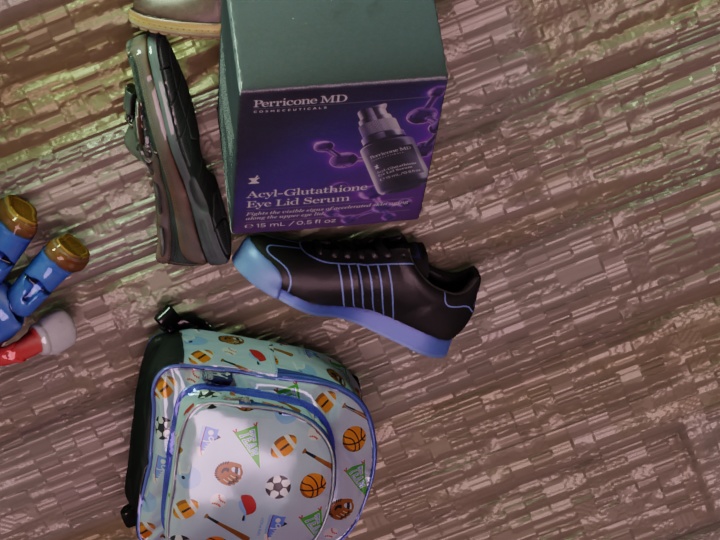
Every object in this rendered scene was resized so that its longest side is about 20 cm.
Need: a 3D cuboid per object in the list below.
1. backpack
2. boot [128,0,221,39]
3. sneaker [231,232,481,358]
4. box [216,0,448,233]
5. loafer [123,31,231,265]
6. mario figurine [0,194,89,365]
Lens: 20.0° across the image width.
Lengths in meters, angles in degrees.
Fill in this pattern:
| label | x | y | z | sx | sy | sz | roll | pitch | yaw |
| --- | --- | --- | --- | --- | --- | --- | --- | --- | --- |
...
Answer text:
| label | x | y | z | sx | sy | sz | roll | pitch | yaw |
| --- | --- | --- | --- | --- | --- | --- | --- | --- | --- |
| backpack | -0.083 | 0.143 | 1.635 | 0.190 | 0.154 | 0.200 | 2 | 115 | -18 |
| boot | -0.075 | -0.256 | 1.481 | 0.200 | 0.072 | 0.167 | -4 | 104 | 1 |
| sneaker | 0.000 | 0.000 | 1.611 | 0.200 | 0.070 | 0.078 | 20 | 110 | -22 |
| box | -0.025 | -0.122 | 1.466 | 0.148 | 0.104 | 0.200 | -5 | 153 | -7 |
| loafer | -0.152 | -0.085 | 1.549 | 0.063 | 0.072 | 0.200 | -10 | 121 | 10 |
| mario figurine | -0.304 | 0.035 | 1.606 | 0.200 | 0.123 | 0.106 | -49 | 155 | 10 |
